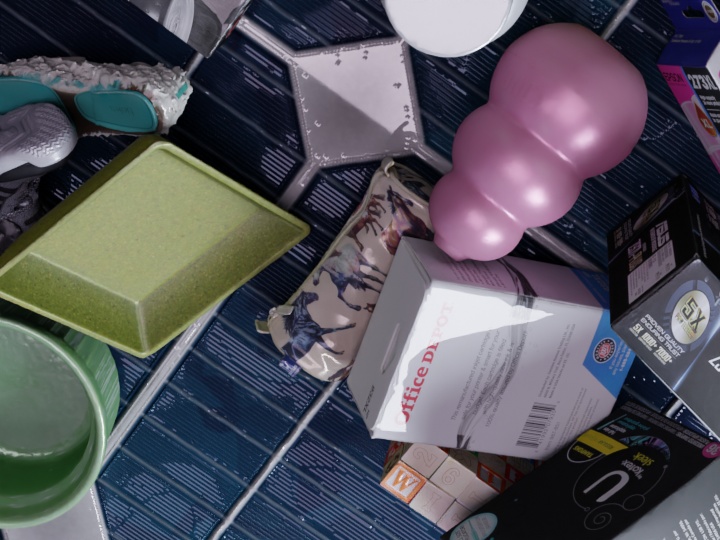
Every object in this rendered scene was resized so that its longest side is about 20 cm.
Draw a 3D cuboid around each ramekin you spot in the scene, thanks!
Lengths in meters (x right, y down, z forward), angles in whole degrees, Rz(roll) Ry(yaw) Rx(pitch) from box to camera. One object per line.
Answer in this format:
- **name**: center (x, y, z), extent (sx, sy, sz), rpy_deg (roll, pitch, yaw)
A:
- **ramekin**: center (-0.306, 0.114, 1.474), extent (0.200, 0.098, 0.200), rpy_deg (3, 111, 7)

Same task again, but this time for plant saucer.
- **plant saucer**: center (-0.176, -0.027, 1.387), extent (0.200, 0.048, 0.200), rpy_deg (-37, 144, 19)

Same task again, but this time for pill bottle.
- **pill bottle**: center (0.070, -0.223, 1.241), extent (0.114, 0.200, 0.114), rpy_deg (2, 111, 6)

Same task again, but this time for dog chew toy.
- **dog chew toy**: center (0.128, -0.092, 1.308), extent (0.125, 0.125, 0.200), rpy_deg (39, 94, -8)

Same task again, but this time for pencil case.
- **pencil case**: center (0.000, 0.000, 1.400), extent (0.089, 0.078, 0.200), rpy_deg (24, 114, -26)

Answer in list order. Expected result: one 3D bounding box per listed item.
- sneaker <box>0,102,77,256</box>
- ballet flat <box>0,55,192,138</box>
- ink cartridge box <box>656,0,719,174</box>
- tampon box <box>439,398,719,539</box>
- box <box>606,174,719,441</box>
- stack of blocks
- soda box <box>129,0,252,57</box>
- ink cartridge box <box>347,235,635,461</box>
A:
- **sneaker**: center (-0.276, -0.069, 1.390), extent (0.200, 0.075, 0.114), rpy_deg (-4, 128, 46)
- **ballet flat**: center (-0.219, -0.144, 1.377), extent (0.200, 0.072, 0.072), rpy_deg (9, 114, 30)
- **ink cartridge box**: center (0.284, -0.122, 1.306), extent (0.037, 0.095, 0.200), rpy_deg (-32, 104, -7)
- **tampon box**: center (0.194, 0.221, 1.320), extent (0.200, 0.150, 0.126), rpy_deg (-34, 112, -13)
- **box**: center (0.275, 0.036, 1.311), extent (0.086, 0.200, 0.164), rpy_deg (-41, 100, 19)
- **stack of blocks**: center (0.119, 0.190, 1.437), extent (0.200, 0.115, 0.059), rpy_deg (35, 111, -7)
- **soda box**: center (-0.176, -0.257, 1.335), extent (0.200, 0.063, 0.071), rpy_deg (36, 111, -6)
- **ink cartridge box**: center (0.109, 0.067, 1.371), extent (0.200, 0.084, 0.145), rpy_deg (10, 115, -23)
